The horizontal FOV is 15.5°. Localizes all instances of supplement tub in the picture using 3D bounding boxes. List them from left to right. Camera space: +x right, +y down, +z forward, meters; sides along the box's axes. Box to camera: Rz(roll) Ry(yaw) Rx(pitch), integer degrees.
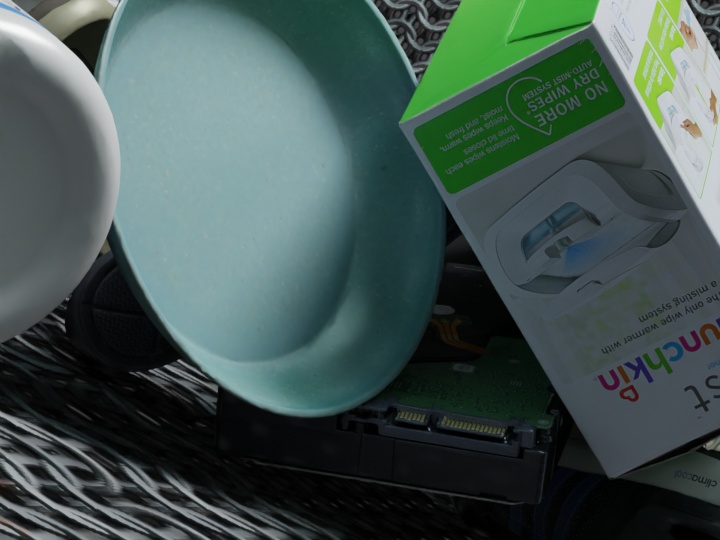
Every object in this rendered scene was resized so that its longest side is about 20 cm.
[{"bbox_3d":[-0.182,-0.060,0.992,0.132,0.132,0.200,25,7,-34],"label":"supplement tub"}]

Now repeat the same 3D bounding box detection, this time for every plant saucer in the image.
[{"bbox_3d":[-0.043,-0.038,1.054,0.036,0.200,0.200,-14,-27,40],"label":"plant saucer"}]

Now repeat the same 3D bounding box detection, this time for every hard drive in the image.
[{"bbox_3d":[0.028,0.042,1.153,0.140,0.038,0.200,8,18,10],"label":"hard drive"}]

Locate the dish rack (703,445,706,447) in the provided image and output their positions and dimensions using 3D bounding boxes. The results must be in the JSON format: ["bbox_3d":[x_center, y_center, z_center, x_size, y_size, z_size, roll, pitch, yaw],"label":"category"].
[{"bbox_3d":[0.220,0.101,1.207,0.153,0.200,0.055,27,-33,-18],"label":"dish rack"}]

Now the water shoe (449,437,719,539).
[{"bbox_3d":[0.096,0.117,1.139,0.071,0.079,0.200,30,-20,-27],"label":"water shoe"}]

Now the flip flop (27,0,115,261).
[{"bbox_3d":[-0.095,-0.050,1.135,0.058,0.081,0.200,33,-15,25],"label":"flip flop"}]

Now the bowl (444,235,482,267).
[{"bbox_3d":[0.000,0.000,1.353,0.200,0.039,0.201,3,20,-1],"label":"bowl"}]

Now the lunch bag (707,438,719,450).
[{"bbox_3d":[0.256,0.095,1.794,0.168,0.139,0.200,45,-3,-33],"label":"lunch bag"}]

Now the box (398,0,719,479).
[{"bbox_3d":[0.114,-0.039,1.132,0.177,0.097,0.200,59,19,-14],"label":"box"}]

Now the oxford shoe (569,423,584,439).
[{"bbox_3d":[0.167,0.136,1.227,0.200,0.074,0.071,41,7,10],"label":"oxford shoe"}]

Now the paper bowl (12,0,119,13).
[{"bbox_3d":[-0.167,-0.095,1.213,0.200,0.104,0.201,-5,-18,-2],"label":"paper bowl"}]

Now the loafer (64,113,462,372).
[{"bbox_3d":[-0.038,-0.015,1.142,0.072,0.200,0.063,68,-19,-5],"label":"loafer"}]
